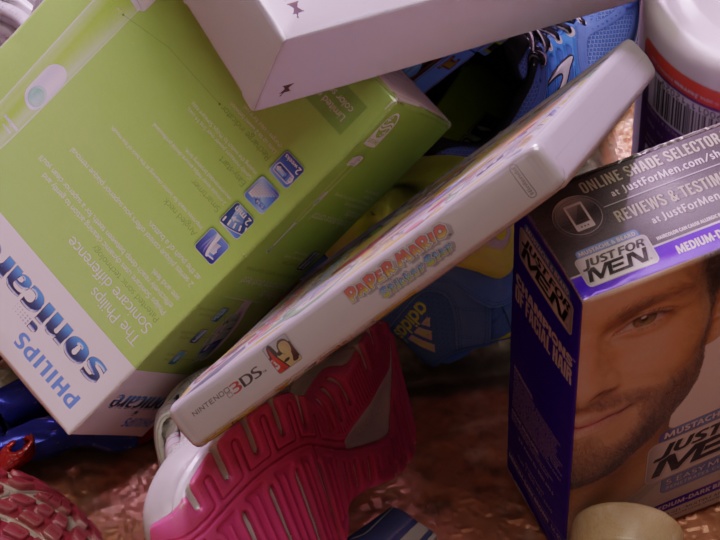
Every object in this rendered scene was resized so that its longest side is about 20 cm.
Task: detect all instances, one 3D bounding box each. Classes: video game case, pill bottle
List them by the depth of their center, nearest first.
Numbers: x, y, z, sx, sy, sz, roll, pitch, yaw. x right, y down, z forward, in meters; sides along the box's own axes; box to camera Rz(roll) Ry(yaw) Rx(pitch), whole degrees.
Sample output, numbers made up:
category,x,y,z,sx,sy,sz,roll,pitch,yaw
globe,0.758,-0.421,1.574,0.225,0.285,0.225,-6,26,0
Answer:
category,x,y,z,sx,sy,sz,roll,pitch,yaw
video game case,0.025,-0.016,1.056,0.023,0.182,0.200,52,22,-4
pill bottle,0.178,-0.059,1.200,0.111,0.200,0.112,-1,51,2

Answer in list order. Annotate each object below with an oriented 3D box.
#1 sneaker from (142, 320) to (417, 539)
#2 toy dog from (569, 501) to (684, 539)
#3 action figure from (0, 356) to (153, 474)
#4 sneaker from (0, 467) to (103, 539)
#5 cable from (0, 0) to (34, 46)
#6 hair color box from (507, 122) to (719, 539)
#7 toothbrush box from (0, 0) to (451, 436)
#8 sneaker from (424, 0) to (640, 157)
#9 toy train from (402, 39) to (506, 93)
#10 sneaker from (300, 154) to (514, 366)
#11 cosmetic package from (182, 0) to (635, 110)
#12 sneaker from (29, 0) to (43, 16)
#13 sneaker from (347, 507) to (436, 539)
category,x,y,z,sx,sy,sz,roll,pitch,yaw
sneaker,-0.048,0.083,1.112,0.088,0.082,0.200,-9,10,24
toy dog,0.166,0.142,1.097,0.199,0.096,0.132,-10,63,-3
action figure,-0.166,0.072,1.214,0.200,0.052,0.066,-20,57,-10
sneaker,-0.183,0.160,1.129,0.081,0.075,0.200,35,45,7
cable,-0.205,-0.091,1.335,0.199,0.069,0.200,12,52,11
hair color box,0.124,0.033,1.127,0.109,0.200,0.065,-21,53,-13
toothbrush box,-0.086,-0.048,1.136,0.200,0.086,0.146,-45,74,9
sneaker,0.081,-0.101,1.312,0.078,0.089,0.200,24,56,20
toy train,0.010,-0.118,1.217,0.200,0.114,0.087,-38,74,11
sneaker,0.000,0.000,1.251,0.076,0.105,0.200,-40,29,-30
cosmetic package,0.008,-0.158,1.092,0.200,0.052,0.151,-19,66,-31
sneaker,-0.113,-0.071,1.242,0.099,0.071,0.201,11,86,-10
sneaker,-0.063,0.158,1.113,0.115,0.081,0.199,34,61,24
